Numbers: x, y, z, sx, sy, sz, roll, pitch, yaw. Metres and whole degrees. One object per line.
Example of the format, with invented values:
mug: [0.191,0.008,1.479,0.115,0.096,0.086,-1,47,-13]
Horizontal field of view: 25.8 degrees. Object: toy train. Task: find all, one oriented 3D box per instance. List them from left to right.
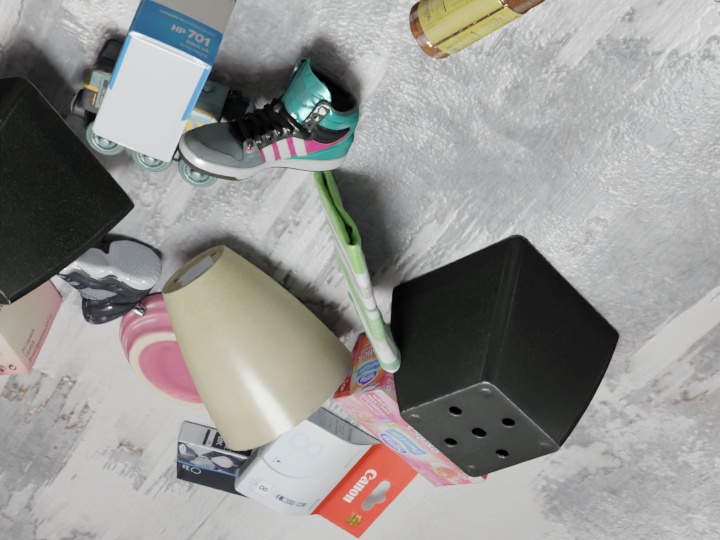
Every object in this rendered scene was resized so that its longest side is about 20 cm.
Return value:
toy train: [-0.208,-0.167,1.673,0.199,0.085,0.114,19,130,-3]

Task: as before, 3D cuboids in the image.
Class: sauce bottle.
sauce bottle: [0.135,-0.262,1.452,0.199,0.066,0.066,-23,126,37]

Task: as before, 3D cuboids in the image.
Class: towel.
towel: [0.000,0.000,1.747,0.031,0.149,0.201,-21,133,-5]

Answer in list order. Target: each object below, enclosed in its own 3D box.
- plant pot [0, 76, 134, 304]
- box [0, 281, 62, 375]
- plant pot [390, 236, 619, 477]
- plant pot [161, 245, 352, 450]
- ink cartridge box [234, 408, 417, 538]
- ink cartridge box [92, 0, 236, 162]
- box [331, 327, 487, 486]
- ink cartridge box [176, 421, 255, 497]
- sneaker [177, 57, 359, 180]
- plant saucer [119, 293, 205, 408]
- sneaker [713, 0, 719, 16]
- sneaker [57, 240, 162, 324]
plant pot: [-0.407,-0.073,1.720,0.199,0.178,0.200,1,139,44]
box: [-0.475,0.020,1.938,0.108,0.128,0.200,-5,136,24]
plant pot: [0.149,0.113,1.785,0.199,0.178,0.200,-24,124,38]
plant pot: [-0.139,0.075,1.865,0.187,0.187,0.200,-21,112,36]
ink cartridge box: [-0.044,0.278,2.104,0.200,0.047,0.160,32,119,-14]
ink cartridge box: [-0.174,-0.229,1.493,0.086,0.201,0.147,23,140,-9]
box: [0.075,0.168,1.921,0.200,0.103,0.094,41,145,-27]
ink cartridge box: [-0.156,0.274,2.183,0.199,0.039,0.100,13,139,4]
sneaker: [-0.080,-0.156,1.592,0.199,0.084,0.121,-8,142,-35]
plant saucer: [-0.217,0.112,2.011,0.199,0.051,0.201,10,139,9]
sneaker: [0.392,-0.210,1.413,0.098,0.071,0.201,-10,131,32]
sneaker: [-0.345,0.004,1.912,0.199,0.076,0.114,17,137,-4]
